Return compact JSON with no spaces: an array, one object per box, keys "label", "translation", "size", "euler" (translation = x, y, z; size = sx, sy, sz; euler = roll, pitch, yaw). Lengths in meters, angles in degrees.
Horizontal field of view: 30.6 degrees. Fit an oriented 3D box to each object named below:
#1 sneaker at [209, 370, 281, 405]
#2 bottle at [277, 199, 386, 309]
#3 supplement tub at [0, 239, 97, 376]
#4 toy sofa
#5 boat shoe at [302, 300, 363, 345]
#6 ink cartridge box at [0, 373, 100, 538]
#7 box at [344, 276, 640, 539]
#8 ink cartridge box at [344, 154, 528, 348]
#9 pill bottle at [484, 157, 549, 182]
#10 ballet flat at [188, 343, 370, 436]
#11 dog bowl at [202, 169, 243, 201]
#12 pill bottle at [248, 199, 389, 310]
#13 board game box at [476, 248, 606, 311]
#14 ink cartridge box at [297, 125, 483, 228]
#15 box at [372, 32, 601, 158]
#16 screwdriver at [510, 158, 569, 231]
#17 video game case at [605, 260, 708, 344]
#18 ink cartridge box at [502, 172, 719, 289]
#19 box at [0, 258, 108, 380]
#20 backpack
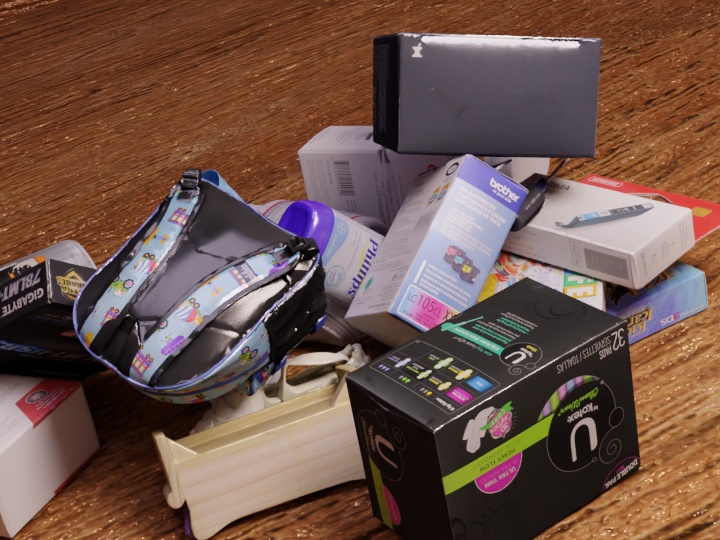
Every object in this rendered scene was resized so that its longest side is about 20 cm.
[{"label":"sneaker","translation":[-0.118,0.043,1.324],"size":[0.081,0.088,0.201],"euler":[1,66,29]},{"label":"bottle","translation":[0.000,0.000,1.329],"size":[0.065,0.199,0.084],"euler":[21,84,52]},{"label":"supplement tub","translation":[-0.382,0.056,1.445],"size":[0.199,0.123,0.122],"euler":[-26,29,-24]},{"label":"toy sofa","translation":[-0.082,0.160,1.173],"size":[0.199,0.098,0.083],"euler":[-19,2,-12]},{"label":"boat shoe","translation":[-0.087,0.052,1.394],"size":[0.199,0.072,0.069],"euler":[19,67,30]},{"label":"ink cartridge box","translation":[-0.376,0.169,1.261],"size":[0.199,0.083,0.147],"euler":[3,29,28]},{"label":"box","translation":[0.110,0.123,1.065],"size":[0.199,0.149,0.124],"euler":[-27,31,-27]},{"label":"ink cartridge box","translation":[0.076,-0.026,1.247],"size":[0.201,0.076,0.136],"euler":[-65,15,-13]},{"label":"pill bottle","translation":[0.129,-0.143,1.626],"size":[0.199,0.112,0.111],"euler":[11,34,40]},{"label":"ballet flat","translation":[-0.078,0.118,1.254],"size":[0.199,0.072,0.072],"euler":[-19,27,-11]},{"label":"dog bowl","translation":[-0.194,-0.014,1.473],"size":[0.111,0.049,0.201],"euler":[5,67,59]},{"label":"pill bottle","translation":[-0.063,-0.020,1.470],"size":[0.199,0.109,0.109],"euler":[13,36,42]},{"label":"board game box","translation":[0.169,0.019,1.272],"size":[0.133,0.034,0.200],"euler":[-5,28,13]},{"label":"ink cartridge box","translation":[0.044,-0.088,1.515],"size":[0.199,0.147,0.085],"euler":[4,29,30]},{"label":"box","translation":[0.118,-0.177,1.319],"size":[0.195,0.118,0.200],"euler":[1,8,-6]},{"label":"screwdriver","translation":[0.188,-0.096,1.319],"size":[0.029,0.028,0.200],"euler":[27,43,12]},{"label":"video game case","translation":[0.215,0.025,1.332],"size":[0.199,0.046,0.181],"euler":[-22,29,-20]},{"label":"ink cartridge box","translation":[0.246,-0.060,1.303],"size":[0.176,0.045,0.199],"euler":[-32,33,-31]},{"label":"box","translation":[-0.291,0.055,1.300],"size":[0.198,0.050,0.199],"euler":[-24,-23,33]},{"label":"backpack","translation":[-0.147,0.038,1.186],"size":[0.182,0.135,0.200],"euler":[30,63,24]}]
